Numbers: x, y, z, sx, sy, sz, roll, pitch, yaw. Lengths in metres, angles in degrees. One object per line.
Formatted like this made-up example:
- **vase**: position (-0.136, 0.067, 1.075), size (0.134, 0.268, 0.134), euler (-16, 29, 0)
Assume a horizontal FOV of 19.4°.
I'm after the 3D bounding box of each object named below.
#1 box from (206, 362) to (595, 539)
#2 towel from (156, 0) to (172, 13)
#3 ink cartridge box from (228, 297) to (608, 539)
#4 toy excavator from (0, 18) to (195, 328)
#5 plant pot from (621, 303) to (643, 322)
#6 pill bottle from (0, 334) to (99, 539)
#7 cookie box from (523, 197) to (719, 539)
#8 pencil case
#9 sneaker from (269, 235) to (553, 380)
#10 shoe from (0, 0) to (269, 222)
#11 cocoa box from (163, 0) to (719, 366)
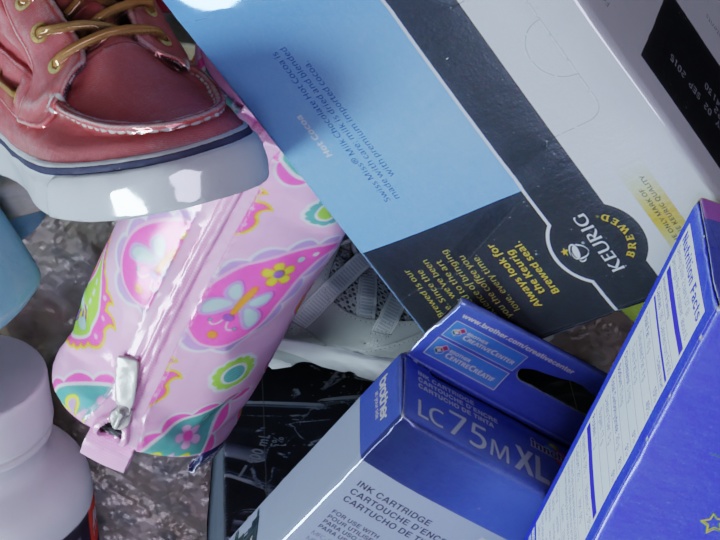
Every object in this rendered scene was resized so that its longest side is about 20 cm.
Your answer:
- **box**: position (0.024, 0.131, 0.931), size (0.182, 0.200, 0.104), euler (3, 120, -6)
- **towel**: position (-0.037, -0.185, 0.775), size (0.144, 0.022, 0.200), euler (3, 118, 2)
- **ink cartridge box**: position (0.025, 0.107, 0.764), size (0.119, 0.042, 0.200), euler (29, 121, -19)
- **toy excavator**: position (-0.153, -0.026, 0.880), size (0.200, 0.195, 0.100), euler (-8, 123, 33)
- **plant pot**: position (0.199, -0.003, 0.896), size (0.200, 0.187, 0.187), euler (24, 115, 0)
- **pill bottle**: position (-0.175, 0.134, 0.969), size (0.111, 0.111, 0.200), euler (-3, 119, -2)
- **cookie box**: position (0.148, 0.097, 0.687), size (0.171, 0.075, 0.200), euler (18, 119, -9)
- **pencil case**: position (-0.058, -0.008, 0.839), size (0.087, 0.087, 0.200), euler (20, 128, -14)
- **sneaker**: position (0.000, 0.000, 0.928), size (0.200, 0.075, 0.082), euler (-2, 120, -2)
- **shoe**: position (-0.096, -0.076, 0.740), size (0.071, 0.200, 0.091), euler (-16, 107, -22)
- **cocoa box**: position (0.043, -0.092, 0.719), size (0.131, 0.133, 0.200), euler (-23, 116, 35)
